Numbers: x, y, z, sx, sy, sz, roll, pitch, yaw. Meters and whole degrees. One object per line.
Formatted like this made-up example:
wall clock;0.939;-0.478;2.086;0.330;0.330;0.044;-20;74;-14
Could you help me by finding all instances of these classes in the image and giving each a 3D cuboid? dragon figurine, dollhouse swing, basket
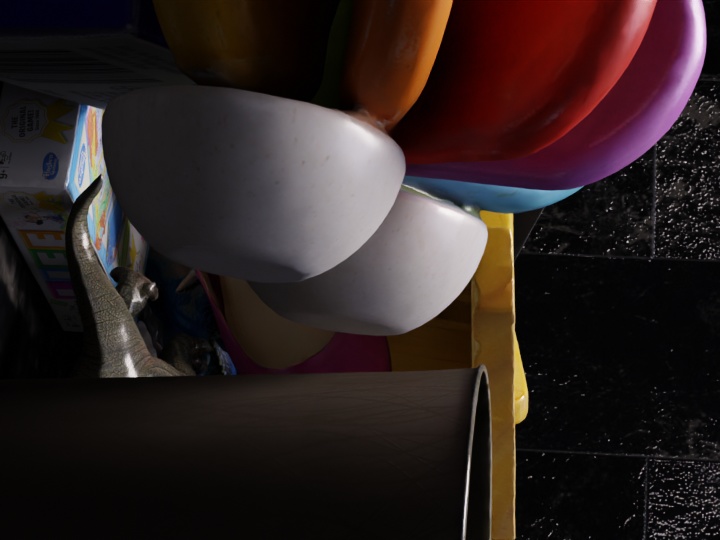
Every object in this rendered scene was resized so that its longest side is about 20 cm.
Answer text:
dragon figurine;-0.071;0.028;0.896;0.200;0.059;0.100;-172;-115;-73
dollhouse swing;0.000;0.000;0.828;0.176;0.181;0.200;-64;157;-47
basket;-0.061;0.095;0.594;0.180;0.199;0.137;70;22;-74

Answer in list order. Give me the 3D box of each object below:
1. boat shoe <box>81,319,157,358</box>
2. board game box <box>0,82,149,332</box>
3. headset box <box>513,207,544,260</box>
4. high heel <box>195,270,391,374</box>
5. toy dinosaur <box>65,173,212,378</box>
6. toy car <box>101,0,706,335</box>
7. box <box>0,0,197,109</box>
boat shoe;-0.096;0.116;0.840;0.071;0.070;0.201;79;12;-66
board game box;-0.111;-0.091;0.806;0.135;0.034;0.201;78;16;-63
headset box;-0.009;-0.060;0.964;0.077;0.199;0.149;-81;-167;-52
high heel;-0.048;-0.008;0.757;0.200;0.067;0.096;64;11;16
toy dinosaur;-0.090;0.063;0.736;0.102;0.077;0.201;-83;-175;-60
toy car;0.023;-0.075;0.545;0.200;0.149;0.176;34;61;-68
box;-0.078;-0.163;0.630;0.184;0.105;0.201;7;85;-72
